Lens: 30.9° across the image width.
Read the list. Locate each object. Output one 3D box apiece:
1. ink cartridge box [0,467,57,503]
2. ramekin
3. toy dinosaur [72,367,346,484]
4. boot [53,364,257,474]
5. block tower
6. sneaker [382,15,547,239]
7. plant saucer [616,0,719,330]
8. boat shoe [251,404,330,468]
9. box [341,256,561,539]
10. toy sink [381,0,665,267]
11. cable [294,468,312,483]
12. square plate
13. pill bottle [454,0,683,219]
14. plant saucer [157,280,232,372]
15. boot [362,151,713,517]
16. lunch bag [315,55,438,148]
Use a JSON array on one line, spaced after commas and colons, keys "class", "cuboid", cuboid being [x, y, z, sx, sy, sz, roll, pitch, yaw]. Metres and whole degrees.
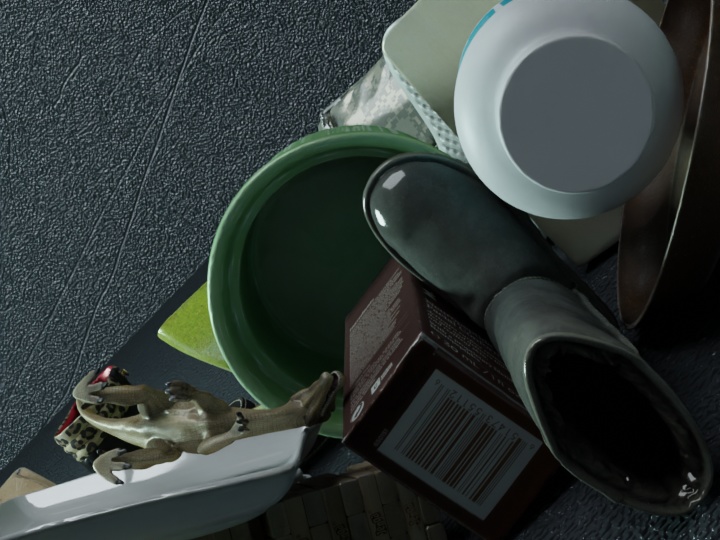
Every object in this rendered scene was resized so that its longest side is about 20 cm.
[{"class": "ink cartridge box", "cuboid": [-0.250, 0.270, 0.917, 0.075, 0.166, 0.200, 19, 55, 30]}, {"class": "ramekin", "cuboid": [0.000, 0.000, 0.860, 0.200, 0.200, 0.098, -43, 13, 9]}, {"class": "toy dinosaur", "cuboid": [-0.105, 0.085, 0.695, 0.198, 0.059, 0.101, -6, -11, 31]}, {"class": "boot", "cuboid": [-0.171, 0.141, 1.141, 0.073, 0.151, 0.200, -37, 13, 35]}, {"class": "block tower", "cuboid": [-0.058, 0.148, 0.674, 0.198, 0.055, 0.058, -14, -1, -18]}, {"class": "sneaker", "cuboid": [0.094, -0.108, 0.956, 0.078, 0.201, 0.079, -12, 22, 44]}, {"class": "plant saucer", "cuboid": [0.171, -0.066, 0.679, 0.200, 0.034, 0.203, 9, -90, -87]}, {"class": "boat shoe", "cuboid": [-0.098, 0.171, 1.002, 0.199, 0.073, 0.065, -37, 36, 4]}, {"class": "box", "cuboid": [0.049, 0.058, 0.721, 0.075, 0.100, 0.200, -54, 10, 11]}, {"class": "toy sink", "cuboid": [0.133, -0.130, 0.842, 0.130, 0.200, 0.112, -39, 10, 33]}, {"class": "cable", "cuboid": [-0.115, 0.182, 0.795, 0.198, 0.070, 0.200, -21, -6, 2]}, {"class": "square plate", "cuboid": [-0.117, 0.121, 0.680, 0.196, 0.029, 0.200, -16, -1, 2]}, {"class": "pill bottle", "cuboid": [0.102, -0.089, 0.662, 0.111, 0.111, 0.200, -43, 6, 13]}, {"class": "plant saucer", "cuboid": [-0.018, 0.031, 0.991, 0.200, 0.199, 0.048, -43, 50, 18]}, {"class": "boot", "cuboid": [0.072, 0.021, 0.607, 0.073, 0.181, 0.200, -54, 3, 16]}, {"class": "lunch bag", "cuboid": [0.080, -0.125, 1.075, 0.200, 0.168, 0.139, -43, 0, 19]}]
